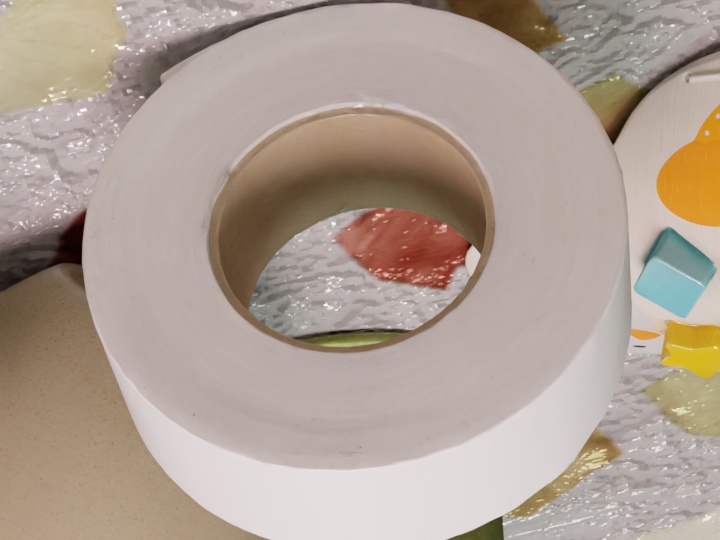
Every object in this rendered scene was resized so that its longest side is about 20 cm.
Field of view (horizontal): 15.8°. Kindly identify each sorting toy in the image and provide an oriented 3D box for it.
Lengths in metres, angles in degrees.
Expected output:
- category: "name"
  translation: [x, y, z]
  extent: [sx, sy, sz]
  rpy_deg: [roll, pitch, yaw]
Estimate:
- category: "sorting toy"
  translation: [0.149, 0.002, 1.138]
  extent: [0.180, 0.107, 0.200]
  rpy_deg: [-11, 154, 36]

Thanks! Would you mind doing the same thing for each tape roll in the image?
- category: "tape roll"
  translation: [0.000, 0.000, 0.962]
  extent: [0.202, 0.203, 0.071]
  rpy_deg: [-13, 149, 1]

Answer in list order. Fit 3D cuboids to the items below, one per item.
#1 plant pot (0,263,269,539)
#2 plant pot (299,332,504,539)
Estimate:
- category: "plant pot"
  translation: [-0.111, 0.077, 1.083]
  extent: [0.200, 0.200, 0.135]
  rpy_deg: [20, 100, -40]
- category: "plant pot"
  translation: [-0.004, 0.162, 1.223]
  extent: [0.199, 0.191, 0.200]
  rpy_deg: [-9, 149, -5]
